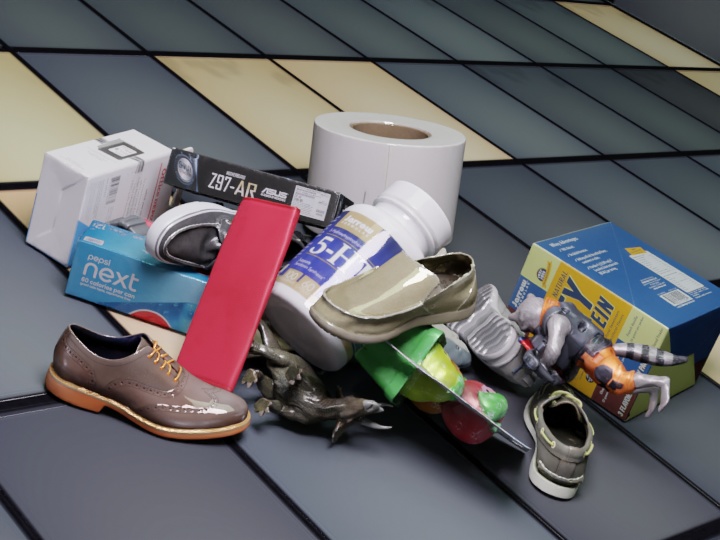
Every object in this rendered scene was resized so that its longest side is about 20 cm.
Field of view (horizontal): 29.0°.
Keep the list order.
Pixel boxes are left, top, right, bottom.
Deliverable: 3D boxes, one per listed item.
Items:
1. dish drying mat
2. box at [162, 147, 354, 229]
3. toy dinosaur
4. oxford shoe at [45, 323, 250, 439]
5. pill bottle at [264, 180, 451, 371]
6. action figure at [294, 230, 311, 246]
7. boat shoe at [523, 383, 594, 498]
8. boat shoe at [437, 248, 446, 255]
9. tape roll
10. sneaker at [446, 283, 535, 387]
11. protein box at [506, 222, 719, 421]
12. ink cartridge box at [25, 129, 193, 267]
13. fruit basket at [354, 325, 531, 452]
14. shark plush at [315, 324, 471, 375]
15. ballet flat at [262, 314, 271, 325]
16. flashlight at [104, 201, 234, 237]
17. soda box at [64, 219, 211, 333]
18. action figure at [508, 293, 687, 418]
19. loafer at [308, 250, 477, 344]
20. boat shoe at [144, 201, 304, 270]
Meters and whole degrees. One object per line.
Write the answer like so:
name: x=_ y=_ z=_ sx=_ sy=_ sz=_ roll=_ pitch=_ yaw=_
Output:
dish drying mat: x=-0.125 y=0.023 z=1.419 sx=0.077 sy=0.201 sz=0.018 roll=14 pitch=-13 yaw=27
box: x=-0.114 y=-0.090 z=1.622 sx=0.199 sy=0.044 sz=0.160 roll=16 pitch=1 yaw=6
toy dinosaur: x=-0.069 y=0.117 z=1.417 sx=0.200 sy=0.077 sz=0.102 roll=31 pitch=-2 yaw=43
oxford shoe: x=-0.196 y=0.105 z=1.326 sx=0.199 sy=0.073 sz=0.071 roll=16 pitch=25 yaw=-10
pill bottle: x=0.000 y=0.000 z=1.491 sx=0.120 sy=0.120 sz=0.200 roll=33 pitch=66 yaw=27
action figure: x=-0.061 y=-0.015 z=1.678 sx=0.130 sy=0.070 sz=0.200 roll=-12 pitch=36 yaw=-41
boat shoe: x=0.220 y=0.169 z=1.518 sx=0.072 sy=0.060 sz=0.202 roll=19 pitch=25 yaw=-2
boat shoe: x=0.084 y=0.019 z=1.722 sx=0.060 sy=0.072 sz=0.200 roll=63 pitch=8 yaw=-8
tape roll: x=0.030 y=-0.119 z=1.820 sx=0.202 sy=0.140 sz=0.203 roll=7 pitch=17 yaw=-2
sneaker: x=0.157 y=0.083 z=1.665 sx=0.082 sy=0.075 sz=0.200 roll=52 pitch=8 yaw=-21
protein box: x=0.318 y=0.056 z=1.729 sx=0.200 sy=0.135 sz=0.198 roll=35 pitch=29 yaw=28
ink cartridge box: x=-0.286 y=-0.090 z=1.606 sx=0.067 sy=0.116 sz=0.200 roll=28 pitch=25 yaw=20
fruit basket: x=0.095 y=0.120 z=1.429 sx=0.200 sy=0.094 sz=0.185 roll=31 pitch=-4 yaw=9
shark plush: x=0.040 y=0.084 z=1.558 sx=0.200 sy=0.091 sz=0.084 roll=-3 pitch=63 yaw=-49
ballet flat: x=-0.108 y=0.031 z=1.573 sx=0.199 sy=0.068 sz=0.064 roll=22 pitch=-3 yaw=6
flashlight: x=-0.222 y=-0.043 z=1.624 sx=0.068 sy=0.068 sz=0.200 roll=-11 pitch=7 yaw=30
soda box: x=-0.210 y=0.016 z=1.502 sx=0.199 sy=0.068 sz=0.064 roll=19 pitch=23 yaw=-2
action figure: x=0.257 y=0.089 z=1.564 sx=0.193 sy=0.105 sz=0.200 roll=33 pitch=8 yaw=8
loafer: x=0.036 y=0.018 z=1.357 sx=0.200 sy=0.069 sz=0.076 roll=-11 pitch=36 yaw=-40
boat shoe: x=-0.137 y=-0.025 z=1.488 sx=0.066 sy=0.070 sz=0.200 roll=34 pitch=18 yaw=36
